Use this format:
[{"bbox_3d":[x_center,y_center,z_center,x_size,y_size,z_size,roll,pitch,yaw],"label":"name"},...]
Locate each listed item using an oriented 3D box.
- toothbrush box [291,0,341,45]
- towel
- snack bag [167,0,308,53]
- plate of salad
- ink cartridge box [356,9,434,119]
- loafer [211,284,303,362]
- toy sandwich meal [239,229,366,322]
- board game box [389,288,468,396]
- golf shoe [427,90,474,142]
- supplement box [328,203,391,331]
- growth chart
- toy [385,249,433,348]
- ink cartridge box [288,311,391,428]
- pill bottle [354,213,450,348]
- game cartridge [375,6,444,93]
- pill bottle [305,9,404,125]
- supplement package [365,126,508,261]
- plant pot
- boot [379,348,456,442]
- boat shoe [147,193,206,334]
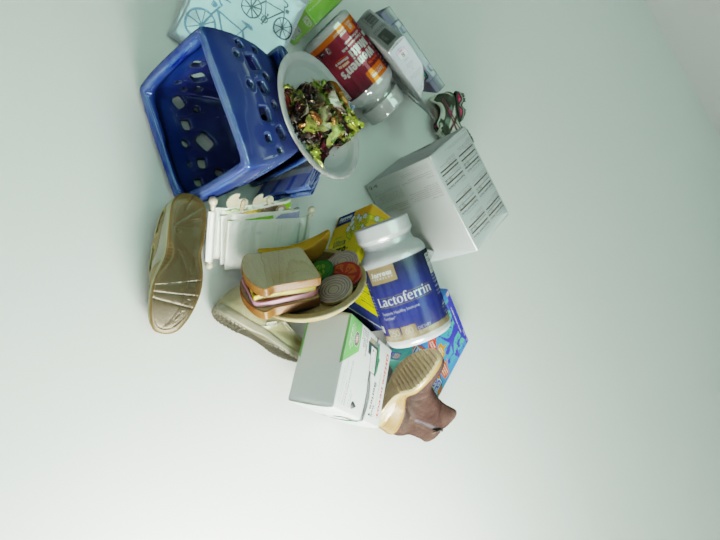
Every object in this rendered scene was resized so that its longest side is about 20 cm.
[{"bbox_3d":[-0.133,-0.561,1.000,0.200,0.086,0.146,48,56,-20],"label":"toothbrush box"},{"bbox_3d":[-0.098,-0.203,0.911,0.024,0.145,0.202,46,55,-39],"label":"towel"},{"bbox_3d":[-0.201,-0.438,0.906,0.187,0.021,0.202,24,93,-32],"label":"snack bag"},{"bbox_3d":[-0.052,-0.239,0.808,0.199,0.047,0.203,29,54,-50],"label":"plate of salad"},{"bbox_3d":[0.086,-0.419,1.083,0.199,0.057,0.163,33,18,-45],"label":"ink cartridge box"},{"bbox_3d":[-0.141,0.090,0.859,0.199,0.075,0.069,36,66,-28],"label":"loafer"},{"bbox_3d":[-0.089,0.003,0.818,0.205,0.203,0.071,-38,136,-38],"label":"toy sandwich meal"},{"bbox_3d":[0.142,0.159,1.076,0.201,0.045,0.153,-52,129,-34],"label":"board game box"},{"bbox_3d":[0.212,-0.321,1.256,0.087,0.077,0.203,-10,85,-20],"label":"golf shoe"},{"bbox_3d":[0.000,0.000,0.974,0.109,0.108,0.202,33,61,-30],"label":"supplement box"},{"bbox_3d":[-0.160,-0.059,0.857,0.198,0.018,0.146,-2,125,-38],"label":"growth chart"},{"bbox_3d":[0.079,0.050,1.027,0.115,0.047,0.203,2,110,-64],"label":"toy"},{"bbox_3d":[-0.025,0.168,0.879,0.200,0.083,0.148,47,51,-58],"label":"ink cartridge box"},{"bbox_3d":[0.067,0.015,0.879,0.115,0.115,0.203,-25,96,-40],"label":"pill bottle"},{"bbox_3d":[0.098,-0.473,1.153,0.038,0.130,0.200,-39,112,9],"label":"game cartridge"},{"bbox_3d":[-0.006,-0.397,1.053,0.200,0.109,0.110,46,56,-22],"label":"pill bottle"},{"bbox_3d":[0.155,-0.144,1.079,0.147,0.190,0.202,-42,108,-36],"label":"supplement package"},{"bbox_3d":[-0.190,-0.228,0.814,0.179,0.198,0.203,-21,94,-47],"label":"plant pot"},{"bbox_3d":[0.124,0.237,0.992,0.165,0.201,0.073,26,25,-33],"label":"boot"},{"bbox_3d":[-0.272,-0.011,0.778,0.073,0.066,0.203,15,86,-37],"label":"boat shoe"}]
